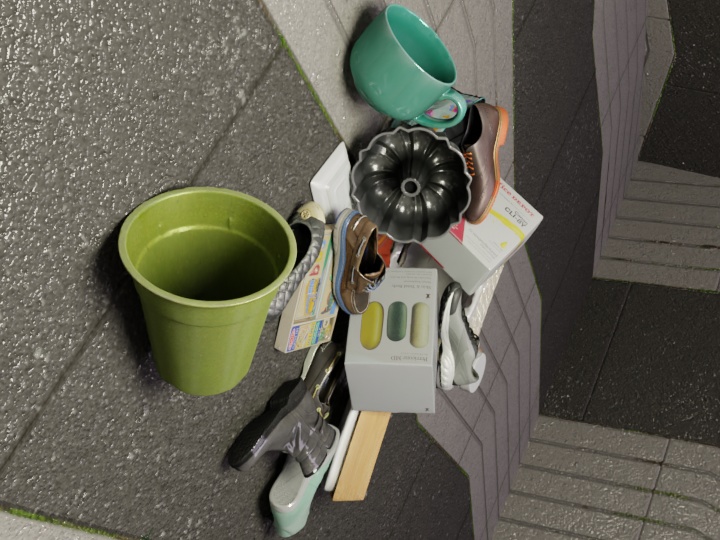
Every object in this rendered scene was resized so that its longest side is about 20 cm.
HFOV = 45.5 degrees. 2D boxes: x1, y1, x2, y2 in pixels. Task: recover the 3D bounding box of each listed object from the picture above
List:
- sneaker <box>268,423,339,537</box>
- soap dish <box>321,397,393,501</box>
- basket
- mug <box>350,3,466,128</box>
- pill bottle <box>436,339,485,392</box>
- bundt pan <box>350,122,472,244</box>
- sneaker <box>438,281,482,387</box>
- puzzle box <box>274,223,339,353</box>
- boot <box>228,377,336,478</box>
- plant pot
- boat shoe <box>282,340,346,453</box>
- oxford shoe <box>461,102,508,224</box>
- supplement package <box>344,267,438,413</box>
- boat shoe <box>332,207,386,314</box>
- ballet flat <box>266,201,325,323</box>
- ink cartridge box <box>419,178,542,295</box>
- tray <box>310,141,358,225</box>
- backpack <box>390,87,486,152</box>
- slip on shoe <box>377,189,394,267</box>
[{"bbox_3d":[-0.100,0.365,1.496,0.201,0.072,0.120,-53,156,-43],"label":"sneaker"},{"bbox_3d":[-0.006,0.323,1.590,0.157,0.080,0.204,120,-11,-81],"label":"soap dish"},{"bbox_3d":[0.168,0.009,1.692,0.201,0.196,0.161,-66,156,-16],"label":"basket"},{"bbox_3d":[0.063,-0.295,1.308,0.150,0.188,0.114,2,147,-49],"label":"mug"},{"bbox_3d":[0.150,0.177,1.751,0.111,0.196,0.113,-43,141,-48],"label":"pill bottle"},{"bbox_3d":[0.086,-0.151,1.400,0.076,0.197,0.206,-71,164,-59],"label":"bundt pan"},{"bbox_3d":[0.176,0.113,1.519,0.074,0.077,0.204,-76,163,-64],"label":"sneaker"},{"bbox_3d":[-0.069,0.025,1.372,0.132,0.025,0.204,-9,117,-57],"label":"puzzle box"},{"bbox_3d":[-0.111,0.275,1.344,0.200,0.069,0.133,-46,112,-43],"label":"boot"},{"bbox_3d":[-0.183,0.039,1.012,0.200,0.197,0.193,-46,157,-45],"label":"plant pot"},{"bbox_3d":[-0.079,0.217,1.455,0.072,0.059,0.205,35,73,-64],"label":"boat shoe"},{"bbox_3d":[0.194,-0.181,1.453,0.071,0.071,0.205,8,90,-35],"label":"oxford shoe"},{"bbox_3d":[0.060,0.121,1.495,0.152,0.148,0.203,82,12,-50],"label":"supplement package"},{"bbox_3d":[0.000,0.000,1.371,0.072,0.071,0.203,-45,144,-35],"label":"boat shoe"},{"bbox_3d":[-0.105,-0.017,1.250,0.203,0.065,0.057,-65,148,-20],"label":"ballet flat"},{"bbox_3d":[0.214,-0.076,1.538,0.199,0.145,0.084,-38,168,-40],"label":"ink cartridge box"},{"bbox_3d":[-0.032,-0.099,1.408,0.108,0.022,0.202,-57,151,-35],"label":"tray"},{"bbox_3d":[0.131,-0.215,1.525,0.201,0.151,0.179,-50,150,-42],"label":"backpack"},{"bbox_3d":[0.039,-0.068,1.532,0.074,0.060,0.203,-49,147,-45],"label":"slip on shoe"}]
